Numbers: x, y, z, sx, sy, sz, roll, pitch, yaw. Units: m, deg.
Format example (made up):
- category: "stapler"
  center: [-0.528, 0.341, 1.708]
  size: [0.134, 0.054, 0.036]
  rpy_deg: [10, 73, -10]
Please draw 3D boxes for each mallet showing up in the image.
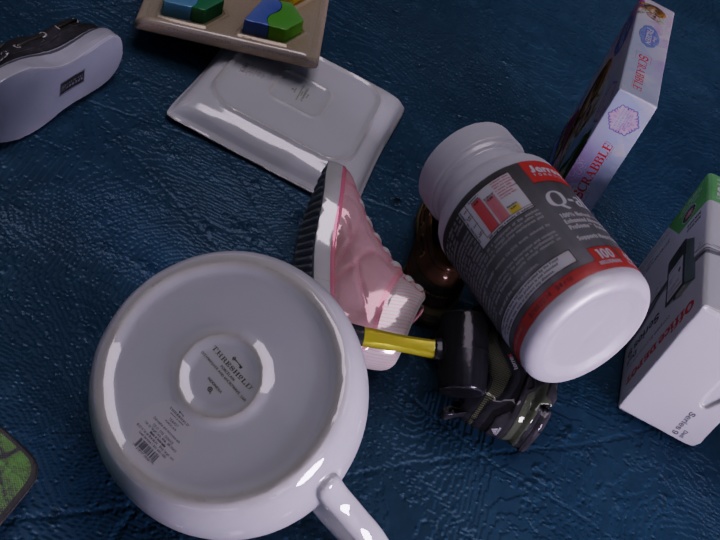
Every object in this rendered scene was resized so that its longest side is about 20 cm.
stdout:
- category: "mallet"
  center: [0.009, 0.042, 0.887]
  size: [0.197, 0.041, 0.067]
  rpy_deg: [18, 68, -15]

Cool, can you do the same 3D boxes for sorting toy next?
- category: "sorting toy"
  center: [-0.123, -0.280, 1.190]
  size: [0.182, 0.037, 0.201]
  rpy_deg: [12, 37, -5]

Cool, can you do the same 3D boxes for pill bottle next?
- category: "pill bottle"
  center: [0.132, -0.020, 0.934]
  size: [0.114, 0.117, 0.201]
  rpy_deg: [-6, 47, -33]

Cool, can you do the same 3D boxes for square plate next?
- category: "square plate"
  center: [-0.063, -0.163, 1.142]
  size: [0.196, 0.029, 0.201]
  rpy_deg: [28, 40, -2]

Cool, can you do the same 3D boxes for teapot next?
- category: "teapot"
  center: [-0.079, 0.096, 0.788]
  size: [0.194, 0.147, 0.203]
  rpy_deg: [-3, 66, 3]

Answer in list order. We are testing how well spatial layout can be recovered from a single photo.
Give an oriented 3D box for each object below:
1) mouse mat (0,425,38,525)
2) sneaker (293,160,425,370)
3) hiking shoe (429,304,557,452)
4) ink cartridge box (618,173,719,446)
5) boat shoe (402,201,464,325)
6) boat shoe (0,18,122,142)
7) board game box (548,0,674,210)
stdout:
- category: "mouse mat"
  center: [-0.306, 0.108, 0.683]
  size: [0.200, 0.008, 0.161]
  rpy_deg: [44, 50, -9]
- category: "sneaker"
  center: [0.000, 0.000, 0.975]
  size: [0.103, 0.076, 0.202]
  rpy_deg: [15, 46, -14]
- category: "hiking shoe"
  center: [0.111, 0.051, 0.982]
  size: [0.099, 0.076, 0.202]
  rpy_deg: [20, 42, -14]
- category: "ink cartridge box"
  center: [0.310, 0.033, 1.056]
  size: [0.083, 0.147, 0.201]
  rpy_deg: [26, 40, -2]
- category: "boat shoe"
  center: [0.086, -0.036, 1.063]
  size: [0.071, 0.068, 0.201]
  rpy_deg: [26, 40, -2]
- category: "boat shoe"
  center: [-0.285, -0.173, 1.002]
  size: [0.066, 0.071, 0.200]
  rpy_deg: [28, 39, 12]
- category: "board game box"
  center: [0.236, -0.140, 1.152]
  size: [0.041, 0.201, 0.201]
  rpy_deg: [26, 40, -1]
